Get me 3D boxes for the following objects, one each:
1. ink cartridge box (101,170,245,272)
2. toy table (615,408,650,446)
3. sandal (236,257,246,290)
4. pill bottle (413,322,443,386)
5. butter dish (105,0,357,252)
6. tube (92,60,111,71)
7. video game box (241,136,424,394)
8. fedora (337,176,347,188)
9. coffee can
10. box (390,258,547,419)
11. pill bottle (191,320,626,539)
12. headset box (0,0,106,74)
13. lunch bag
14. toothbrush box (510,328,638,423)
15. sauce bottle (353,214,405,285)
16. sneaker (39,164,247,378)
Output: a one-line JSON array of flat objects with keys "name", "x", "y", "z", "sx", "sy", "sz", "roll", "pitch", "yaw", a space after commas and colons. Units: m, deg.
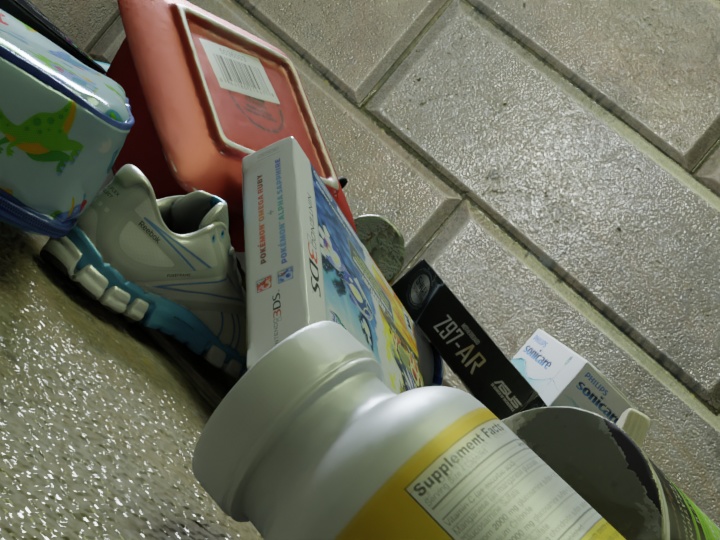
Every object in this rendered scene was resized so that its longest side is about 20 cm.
[{"name": "ink cartridge box", "x": -0.122, "y": -0.051, "z": 0.918, "sx": 0.198, "sy": 0.087, "sz": 0.147, "roll": 33, "pitch": 9, "yaw": -2}, {"name": "toy table", "x": 0.170, "y": 0.202, "z": 0.792, "sx": 0.196, "sy": 0.187, "sz": 0.117, "roll": 16, "pitch": -15, "yaw": 1}, {"name": "sandal", "x": -0.096, "y": 0.020, "z": 0.751, "sx": 0.199, "sy": 0.058, "sz": 0.080, "roll": 32, "pitch": 3, "yaw": -26}, {"name": "pill bottle", "x": 0.021, "y": 0.094, "z": 0.990, "sx": 0.111, "sy": 0.111, "sz": 0.200, "roll": 42, "pitch": 0, "yaw": 12}, {"name": "butter dish", "x": -0.124, "y": -0.087, "z": 0.770, "sx": 0.198, "sy": 0.147, "sz": 0.202, "roll": 15, "pitch": 47, "yaw": -51}, {"name": "tube", "x": -0.157, "y": -0.139, "z": 0.876, "sx": 0.197, "sy": 0.051, "sz": 0.077, "roll": 19, "pitch": 7, "yaw": -31}, {"name": "video game box", "x": -0.011, "y": 0.044, "z": 0.659, "sx": 0.184, "sy": 0.046, "sz": 0.201, "roll": -95, "pitch": 159, "yaw": -44}, {"name": "fedora", "x": -0.076, "y": -0.022, "z": 1.092, "sx": 0.093, "sy": 0.198, "sz": 0.201, "roll": 61, "pitch": 1, "yaw": 0}, {"name": "coffee can", "x": 0.135, "y": 0.184, "z": 0.529, "sx": 0.200, "sy": 0.147, "sz": 0.146, "roll": 41, "pitch": 1, "yaw": -34}, {"name": "box", "x": 0.113, "y": 0.089, "z": 0.930, "sx": 0.161, "sy": 0.043, "sz": 0.200, "roll": 51, "pitch": 3, "yaw": 28}, {"name": "pill bottle", "x": 0.033, "y": 0.114, "z": 0.358, "sx": 0.200, "sy": 0.112, "sz": 0.112, "roll": 42, "pitch": 1, "yaw": 21}, {"name": "headset box", "x": -0.299, "y": -0.185, "z": 0.715, "sx": 0.200, "sy": 0.093, "sz": 0.174, "roll": 43, "pitch": 2, "yaw": 22}, {"name": "lunch bag", "x": -0.202, "y": -0.095, "z": 0.527, "sx": 0.159, "sy": 0.083, "sz": 0.200, "roll": 32, "pitch": 5, "yaw": -20}, {"name": "toothbrush box", "x": 0.175, "y": 0.176, "z": 1.082, "sx": 0.085, "sy": 0.201, "sz": 0.146, "roll": 40, "pitch": 0, "yaw": -14}, {"name": "sauce bottle", "x": 0.000, "y": 0.000, "z": 0.939, "sx": 0.065, "sy": 0.065, "sz": 0.200, "roll": 42, "pitch": -11, "yaw": 4}, {"name": "sneaker", "x": -0.097, "y": 0.002, "z": 0.627, "sx": 0.075, "sy": 0.087, "sz": 0.200, "roll": 34, "pitch": -3, "yaw": 35}]
